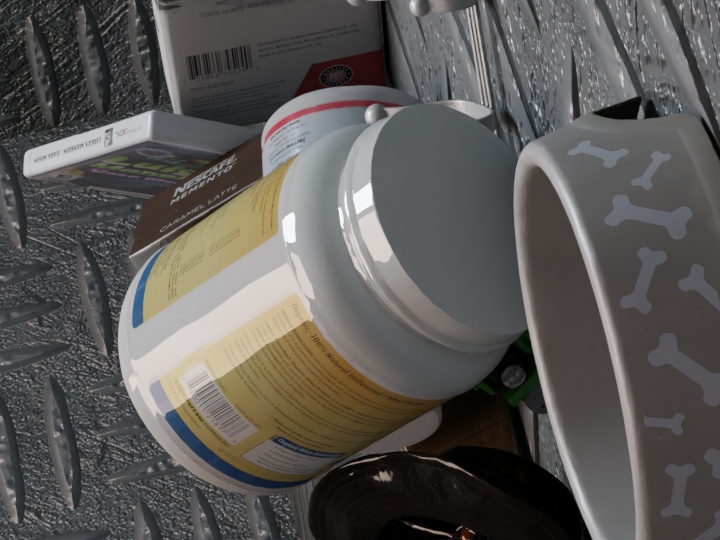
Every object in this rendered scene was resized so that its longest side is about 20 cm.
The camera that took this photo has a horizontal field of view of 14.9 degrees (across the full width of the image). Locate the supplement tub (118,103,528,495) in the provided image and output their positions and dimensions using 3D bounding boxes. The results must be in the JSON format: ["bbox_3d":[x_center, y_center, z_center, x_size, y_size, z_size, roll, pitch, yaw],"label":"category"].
[{"bbox_3d":[-0.012,0.015,1.377,0.200,0.144,0.145,-32,65,41],"label":"supplement tub"}]

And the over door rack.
[{"bbox_3d":[0.030,-0.095,1.491,0.200,0.066,0.149,-122,21,-72],"label":"over door rack"}]

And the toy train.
[{"bbox_3d":[0.064,0.023,1.491,0.056,0.042,0.200,39,-171,-27],"label":"toy train"}]

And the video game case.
[{"bbox_3d":[-0.100,-0.069,1.859,0.181,0.199,0.024,-12,72,56],"label":"video game case"}]

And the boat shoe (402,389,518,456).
[{"bbox_3d":[0.057,0.074,1.667,0.072,0.072,0.200,37,-161,-48],"label":"boat shoe"}]

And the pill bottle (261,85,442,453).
[{"bbox_3d":[0.000,0.000,1.624,0.109,0.108,0.201,90,176,-64],"label":"pill bottle"}]

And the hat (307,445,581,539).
[{"bbox_3d":[0.072,0.151,1.458,0.081,0.200,0.201,-53,-32,-39],"label":"hat"}]

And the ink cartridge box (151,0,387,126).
[{"bbox_3d":[-0.066,-0.198,1.785,0.201,0.146,0.083,85,172,-45],"label":"ink cartridge box"}]

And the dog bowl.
[{"bbox_3d":[0.109,0.031,1.065,0.200,0.058,0.201,166,90,-84],"label":"dog bowl"}]

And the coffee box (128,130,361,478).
[{"bbox_3d":[-0.042,0.021,1.766,0.200,0.114,0.080,53,-158,-21],"label":"coffee box"}]
